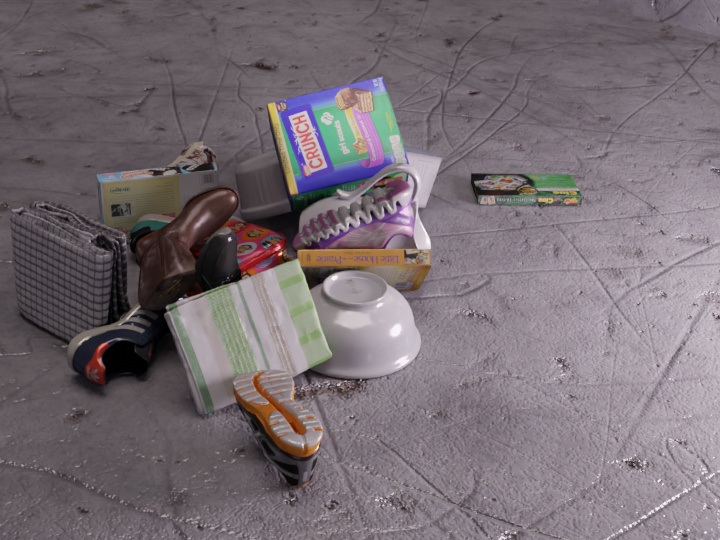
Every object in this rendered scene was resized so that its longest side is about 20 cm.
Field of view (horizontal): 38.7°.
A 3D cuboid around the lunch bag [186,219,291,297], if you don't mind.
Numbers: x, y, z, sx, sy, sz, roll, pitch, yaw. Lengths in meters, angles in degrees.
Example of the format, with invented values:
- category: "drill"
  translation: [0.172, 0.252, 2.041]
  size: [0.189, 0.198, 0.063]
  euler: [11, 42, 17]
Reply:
- category: "lunch bag"
  translation: [-0.215, -0.001, 1.543]
  size: [0.175, 0.083, 0.199]
  euler: [-32, 29, -31]

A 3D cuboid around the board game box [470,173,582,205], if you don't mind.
- category: "board game box"
  translation: [0.315, -0.156, 1.956]
  size: [0.197, 0.024, 0.105]
  euler: [1, 27, -2]

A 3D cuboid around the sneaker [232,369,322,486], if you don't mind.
- category: "sneaker"
  translation: [-0.106, 0.186, 1.250]
  size: [0.077, 0.078, 0.200]
  euler: [-9, 28, -20]

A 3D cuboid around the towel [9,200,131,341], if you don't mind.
- category: "towel"
  translation: [-0.408, 0.004, 1.462]
  size: [0.198, 0.168, 0.085]
  euler: [21, 27, 29]

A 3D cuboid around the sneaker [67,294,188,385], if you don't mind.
- category: "sneaker"
  translation: [-0.298, 0.098, 1.403]
  size: [0.084, 0.076, 0.199]
  euler: [29, 45, 32]

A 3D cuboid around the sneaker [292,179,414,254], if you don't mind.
- category: "sneaker"
  translation: [-0.003, -0.056, 1.529]
  size: [0.198, 0.089, 0.081]
  euler: [-23, 26, 4]

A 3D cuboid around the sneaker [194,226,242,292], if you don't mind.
- category: "sneaker"
  translation: [-0.178, 0.032, 1.396]
  size: [0.079, 0.202, 0.075]
  euler: [25, 39, 22]

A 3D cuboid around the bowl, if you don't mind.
- category: "bowl"
  translation: [-0.008, 0.062, 1.465]
  size: [0.198, 0.091, 0.202]
  euler: [3, 29, -1]

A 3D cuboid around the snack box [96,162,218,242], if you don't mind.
- category: "snack box"
  translation: [-0.338, -0.113, 1.726]
  size: [0.198, 0.117, 0.037]
  euler: [-8, 30, -19]

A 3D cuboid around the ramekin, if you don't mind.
- category: "ramekin"
  translation: [-0.126, -0.163, 1.782]
  size: [0.200, 0.095, 0.203]
  euler: [-17, 13, 4]

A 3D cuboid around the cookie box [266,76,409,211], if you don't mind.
- category: "cookie box"
  translation: [-0.038, -0.205, 1.661]
  size: [0.198, 0.075, 0.173]
  euler: [-14, 72, -5]

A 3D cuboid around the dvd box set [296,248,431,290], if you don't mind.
- category: "dvd box set"
  translation: [0.000, 0.000, 1.548]
  size: [0.197, 0.030, 0.146]
  euler: [-1, -15, -5]

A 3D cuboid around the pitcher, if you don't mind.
- category: "pitcher"
  translation: [0.004, -0.083, 1.609]
  size: [0.197, 0.174, 0.122]
  euler: [-3, 24, 9]

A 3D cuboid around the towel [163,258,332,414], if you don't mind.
- category: "towel"
  translation: [-0.147, 0.085, 1.349]
  size: [0.198, 0.151, 0.031]
  euler: [-21, 8, -25]

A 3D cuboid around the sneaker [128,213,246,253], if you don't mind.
- category: "sneaker"
  translation: [-0.279, -0.046, 1.667]
  size: [0.197, 0.072, 0.080]
  euler: [0, 33, 6]

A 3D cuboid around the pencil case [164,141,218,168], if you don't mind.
- category: "pencil case"
  translation: [-0.327, -0.165, 1.851]
  size: [0.077, 0.090, 0.200]
  euler: [10, 29, 14]

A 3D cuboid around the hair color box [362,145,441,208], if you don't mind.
- category: "hair color box"
  translation: [0.061, -0.169, 1.808]
  size: [0.060, 0.100, 0.199]
  euler: [25, 14, 28]

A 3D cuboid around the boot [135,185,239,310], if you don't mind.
- category: "boot"
  translation: [-0.238, -0.033, 1.449]
  size: [0.186, 0.064, 0.200]
  euler: [-36, 24, 1]
